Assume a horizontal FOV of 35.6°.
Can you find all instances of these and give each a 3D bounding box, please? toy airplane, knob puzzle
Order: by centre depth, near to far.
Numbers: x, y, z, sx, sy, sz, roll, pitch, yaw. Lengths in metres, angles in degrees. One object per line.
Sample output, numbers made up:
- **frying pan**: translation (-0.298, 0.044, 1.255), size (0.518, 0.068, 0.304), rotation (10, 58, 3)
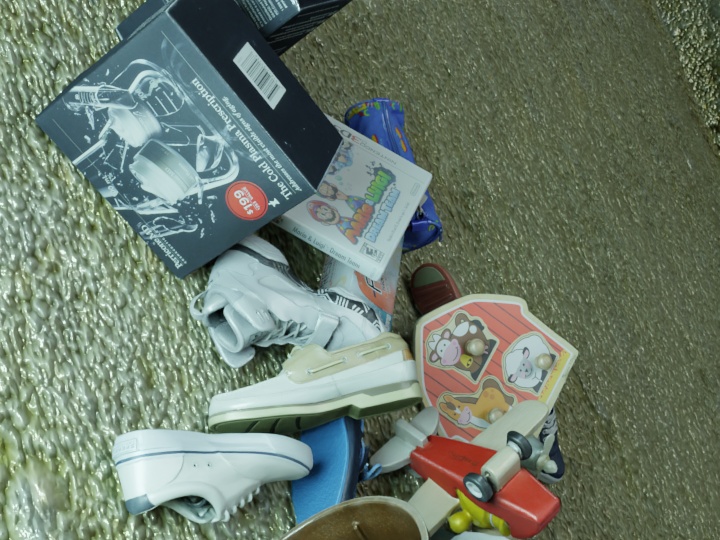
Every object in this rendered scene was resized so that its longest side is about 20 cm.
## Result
- **toy airplane**: translation (0.106, 0.221, 1.135), size (0.200, 0.198, 0.142), rotation (-82, 148, -62)
- **knob puzzle**: translation (0.146, 0.115, 1.305), size (0.217, 0.030, 0.223), rotation (2, 83, -19)

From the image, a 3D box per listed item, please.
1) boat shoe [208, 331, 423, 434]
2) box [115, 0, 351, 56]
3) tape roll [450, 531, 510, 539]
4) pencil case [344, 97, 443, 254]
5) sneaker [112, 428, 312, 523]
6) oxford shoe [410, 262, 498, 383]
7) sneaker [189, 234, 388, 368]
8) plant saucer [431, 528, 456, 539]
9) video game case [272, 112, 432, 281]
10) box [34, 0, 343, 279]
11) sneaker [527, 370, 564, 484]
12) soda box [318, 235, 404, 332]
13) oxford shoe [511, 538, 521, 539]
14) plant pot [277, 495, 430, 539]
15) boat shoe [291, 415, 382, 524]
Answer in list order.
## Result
- **boat shoe**: translation (-0.045, 0.104, 1.023), size (0.198, 0.075, 0.069), rotation (-7, 71, -17)
- **box**: translation (-0.124, -0.265, 1.146), size (0.105, 0.199, 0.148), rotation (58, 30, -4)
- **tape roll**: translation (0.129, 0.333, 0.994), size (0.071, 0.202, 0.204), rotation (-39, 100, -39)
- **pencil case**: translation (0.039, -0.119, 1.386), size (0.077, 0.087, 0.202), rotation (-5, 66, -26)
- **sneaker**: translation (-0.120, 0.176, 0.937), size (0.199, 0.073, 0.072), rotation (10, 66, -42)
- **oxford shoe**: translation (0.131, 0.082, 1.377), size (0.075, 0.070, 0.202), rotation (1, 67, -63)
- **sneaker**: translation (-0.068, 0.056, 1.068), size (0.199, 0.075, 0.115), rotation (34, 40, -4)
- **plant saucer**: translation (0.105, 0.356, 1.150), size (0.199, 0.036, 0.202), rotation (36, 40, -36)
- **video game case**: translation (-0.026, -0.093, 1.237), size (0.181, 0.024, 0.201), rotation (30, 41, 0)
- **box**: translation (-0.151, -0.126, 1.012), size (0.200, 0.181, 0.104), rotation (49, 33, -18)
- **sneaker**: translation (0.227, 0.171, 1.409), size (0.201, 0.108, 0.070), rotation (57, 31, -7)
- **soda box**: translation (0.000, 0.000, 1.241), size (0.063, 0.068, 0.201), rotation (35, 38, -22)
- **oxford shoe**: translation (0.168, 0.312, 1.171), size (0.071, 0.073, 0.202), rotation (28, 44, -43)
- **plant pot**: translation (0.015, 0.326, 0.902), size (0.199, 0.199, 0.201), rotation (57, 30, -20)
- **boat shoe**: translation (-0.015, 0.172, 1.075), size (0.069, 0.084, 0.201), rotation (43, 37, -33)
